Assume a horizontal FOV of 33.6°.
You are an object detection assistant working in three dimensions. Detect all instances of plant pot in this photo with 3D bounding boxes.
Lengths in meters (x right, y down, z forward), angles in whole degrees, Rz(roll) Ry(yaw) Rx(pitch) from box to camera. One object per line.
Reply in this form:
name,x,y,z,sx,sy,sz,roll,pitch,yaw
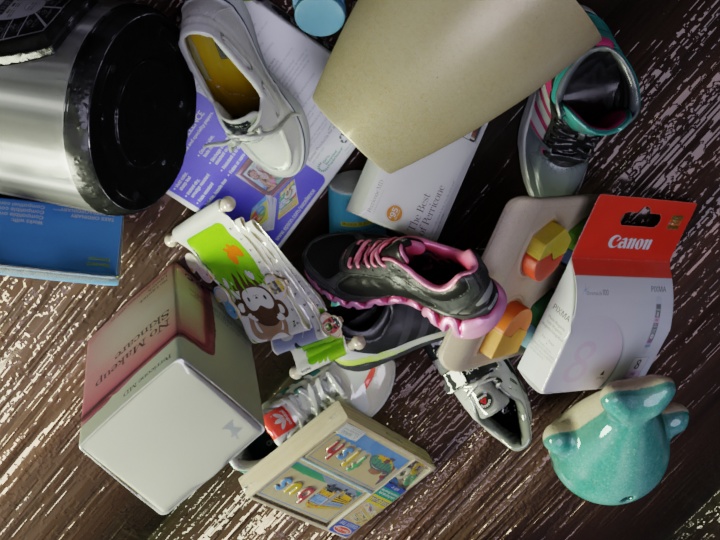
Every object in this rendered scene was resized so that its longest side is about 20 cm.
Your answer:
plant pot,0.060,-0.184,0.982,0.200,0.187,0.187,-45,113,10

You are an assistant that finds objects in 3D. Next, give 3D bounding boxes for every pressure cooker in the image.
pressure cooker,-0.258,-0.140,0.977,0.199,0.176,0.179,12,93,22

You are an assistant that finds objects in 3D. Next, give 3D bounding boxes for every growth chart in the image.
growth chart,-0.094,0.019,1.115,0.200,0.018,0.145,48,142,-3

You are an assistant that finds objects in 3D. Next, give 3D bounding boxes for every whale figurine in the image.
whale figurine,0.268,0.176,1.223,0.159,0.104,0.200,-8,153,-9

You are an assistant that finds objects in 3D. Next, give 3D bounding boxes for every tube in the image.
tube,0.000,0.000,1.179,0.077,0.050,0.201,-3,122,3

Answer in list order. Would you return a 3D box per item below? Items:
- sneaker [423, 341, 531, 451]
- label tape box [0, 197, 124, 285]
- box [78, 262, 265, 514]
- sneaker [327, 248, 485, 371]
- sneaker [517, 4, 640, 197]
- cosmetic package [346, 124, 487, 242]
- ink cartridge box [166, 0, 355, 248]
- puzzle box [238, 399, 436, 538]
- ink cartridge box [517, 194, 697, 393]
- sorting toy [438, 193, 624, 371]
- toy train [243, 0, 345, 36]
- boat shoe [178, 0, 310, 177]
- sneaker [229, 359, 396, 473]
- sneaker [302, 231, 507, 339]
sneaker,0.121,0.103,1.218,0.074,0.089,0.200,-36,112,10
label tape box,-0.278,-0.027,1.033,0.144,0.200,0.064,6,86,-12
box,-0.177,0.104,1.109,0.128,0.200,0.109,-41,115,9
sneaker,0.050,0.029,1.142,0.200,0.072,0.083,-30,139,-8
sneaker,0.203,-0.134,1.103,0.083,0.121,0.201,0,115,-8
cosmetic package,0.066,-0.129,1.092,0.082,0.051,0.201,22,91,-16
ink cartridge box,-0.106,-0.141,1.095,0.200,0.043,0.198,32,106,-22
puzzle box,-0.019,0.209,1.227,0.133,0.025,0.200,-39,143,10
ink cartridge box,0.259,0.027,1.185,0.162,0.057,0.200,1,125,-40
sorting toy,0.175,0.013,1.158,0.200,0.036,0.186,-3,123,-51
toy train,-0.098,-0.268,0.988,0.199,0.116,0.085,18,133,-16
boat shoe,-0.099,-0.135,1.000,0.074,0.086,0.202,-3,139,17
sneaker,-0.051,0.143,1.189,0.200,0.093,0.070,-38,77,18
sneaker,0.032,-0.006,1.062,0.199,0.079,0.095,13,155,25
